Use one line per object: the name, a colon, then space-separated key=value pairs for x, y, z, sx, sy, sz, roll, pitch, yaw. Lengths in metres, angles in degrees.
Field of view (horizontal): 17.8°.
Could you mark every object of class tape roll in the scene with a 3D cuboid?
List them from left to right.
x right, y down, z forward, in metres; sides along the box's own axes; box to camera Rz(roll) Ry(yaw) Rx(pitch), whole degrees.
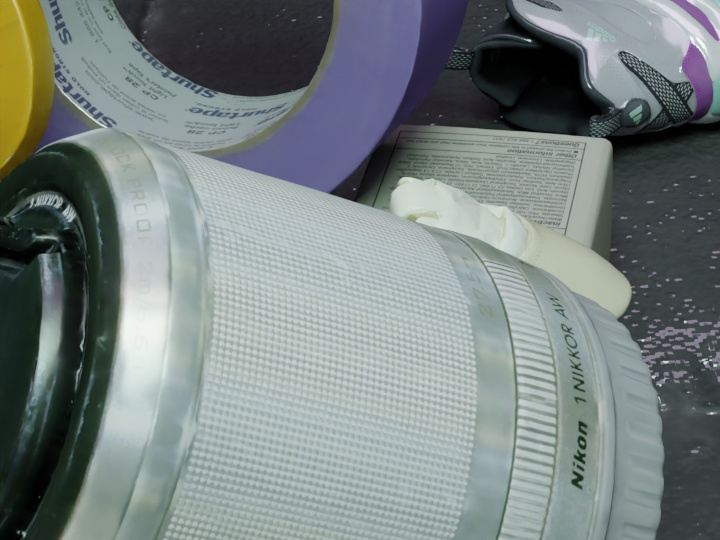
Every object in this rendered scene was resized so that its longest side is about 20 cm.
tape roll: x=-0.060 y=-0.121 z=0.911 sx=0.198 sy=0.201 sz=0.085 roll=8 pitch=22 yaw=16

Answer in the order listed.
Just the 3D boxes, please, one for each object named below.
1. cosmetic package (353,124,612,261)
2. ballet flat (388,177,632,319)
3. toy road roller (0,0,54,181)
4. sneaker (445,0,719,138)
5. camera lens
cosmetic package: x=0.039 y=0.024 z=0.904 sx=0.103 sy=0.074 sz=0.200 roll=5 pitch=35 yaw=12
ballet flat: x=0.000 y=0.000 z=0.820 sx=0.198 sy=0.070 sz=0.070 roll=-7 pitch=34 yaw=-5
toy road roller: x=-0.207 y=-0.061 z=0.843 sx=0.199 sy=0.124 sz=0.146 roll=-14 pitch=2 yaw=16
sneaker: x=0.086 y=-0.125 z=1.114 sx=0.139 sy=0.078 sz=0.200 roll=-18 pitch=37 yaw=-23
camera lens: x=-0.029 y=0.055 z=0.695 sx=0.199 sy=0.161 sz=0.160 roll=16 pitch=25 yaw=-29
